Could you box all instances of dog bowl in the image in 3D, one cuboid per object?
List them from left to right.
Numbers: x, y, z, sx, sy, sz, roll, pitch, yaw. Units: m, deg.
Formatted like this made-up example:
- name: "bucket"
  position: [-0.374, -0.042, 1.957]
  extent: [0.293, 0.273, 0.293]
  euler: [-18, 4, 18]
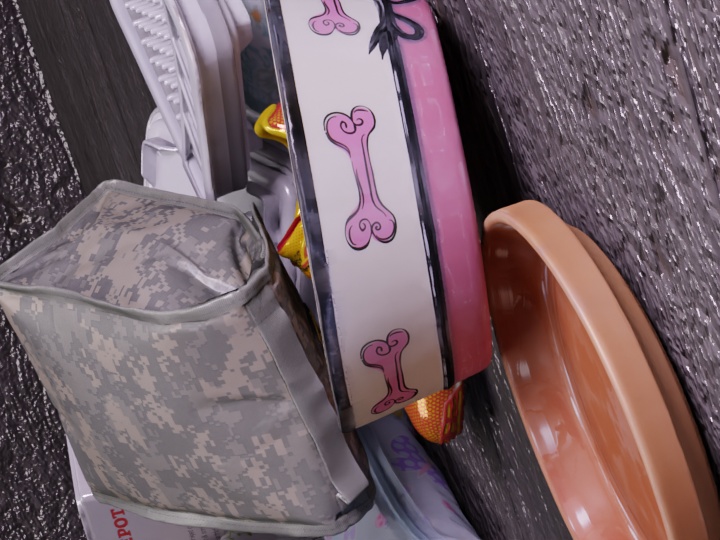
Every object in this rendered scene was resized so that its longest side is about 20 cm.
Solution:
- name: "dog bowl"
  position: [0.009, -0.033, 1.254]
  extent: [0.200, 0.073, 0.201]
  euler: [170, 90, -90]

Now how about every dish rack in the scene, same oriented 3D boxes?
- name: "dish rack"
  position: [-0.102, -0.147, 1.563]
  extent: [0.172, 0.043, 0.200]
  euler: [86, 161, -57]
- name: "dish rack"
  position: [-0.078, 0.004, 1.669]
  extent: [0.171, 0.043, 0.201]
  euler: [26, 122, 43]

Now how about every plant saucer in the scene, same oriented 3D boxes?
- name: "plant saucer"
  position: [0.103, 0.065, 1.164]
  extent: [0.200, 0.032, 0.201]
  euler: [158, 90, -82]

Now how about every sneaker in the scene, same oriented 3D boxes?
- name: "sneaker"
  position: [0.000, 0.000, 1.482]
  extent: [0.073, 0.077, 0.201]
  euler: [166, 81, -79]

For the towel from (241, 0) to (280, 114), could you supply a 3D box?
- name: "towel"
  position: [-0.082, -0.206, 1.589]
  extent: [0.172, 0.048, 0.200]
  euler: [79, 166, -52]

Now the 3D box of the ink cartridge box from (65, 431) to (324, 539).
- name: "ink cartridge box"
  position: [-0.081, 0.134, 1.834]
  extent: [0.145, 0.199, 0.085]
  euler: [80, 175, -50]

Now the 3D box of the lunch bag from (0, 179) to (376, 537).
- name: "lunch bag"
  position: [-0.081, 0.051, 1.540]
  extent: [0.200, 0.118, 0.164]
  euler: [12, 134, 46]

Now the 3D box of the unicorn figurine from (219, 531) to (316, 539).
- name: "unicorn figurine"
  position: [-0.029, 0.195, 1.755]
  extent: [0.137, 0.199, 0.074]
  euler: [-32, -42, -62]

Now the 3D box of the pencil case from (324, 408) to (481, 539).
- name: "pencil case"
  position: [0.022, 0.148, 1.669]
  extent: [0.200, 0.083, 0.091]
  euler: [-124, 29, -55]
